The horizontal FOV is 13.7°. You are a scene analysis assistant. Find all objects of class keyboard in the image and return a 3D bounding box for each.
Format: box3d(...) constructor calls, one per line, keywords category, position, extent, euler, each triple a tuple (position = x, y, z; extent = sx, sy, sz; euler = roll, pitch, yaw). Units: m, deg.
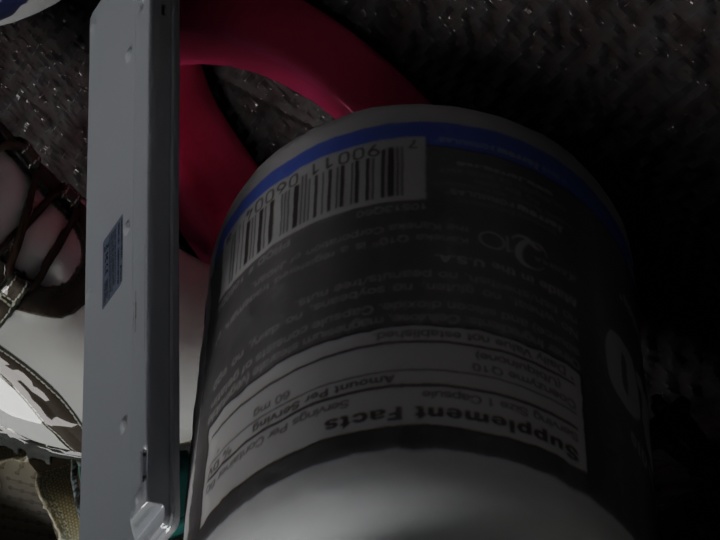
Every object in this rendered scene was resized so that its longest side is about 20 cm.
box3d(category="keyboard", position=(-0.059, -0.006, 0.771), extent=(0.011, 0.201, 0.056), euler=(12, 141, -18))

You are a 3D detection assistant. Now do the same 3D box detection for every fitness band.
box3d(category="fitness band", position=(0.000, 0.000, 0.865), extent=(0.143, 0.037, 0.200), euler=(11, 141, 55))

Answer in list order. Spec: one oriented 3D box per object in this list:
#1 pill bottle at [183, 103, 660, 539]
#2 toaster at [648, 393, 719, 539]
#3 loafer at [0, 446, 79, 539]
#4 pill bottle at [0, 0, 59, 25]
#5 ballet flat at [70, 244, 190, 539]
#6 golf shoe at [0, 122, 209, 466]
box3d(category="pill bottle", position=(0.014, 0.060, 0.704), extent=(0.113, 0.200, 0.114), euler=(1, 127, 1))
box3d(category="toaster", position=(0.105, 0.143, 0.811), extent=(0.201, 0.113, 0.129), euler=(63, 166, 15))
box3d(category="loafer", position=(-0.083, 0.088, 1.026), extent=(0.199, 0.068, 0.076), euler=(3, 120, 9))
box3d(category="pill bottle", position=(-0.090, -0.119, 0.695), extent=(0.111, 0.111, 0.200), euler=(46, 159, -8))
box3d(category="ballet flat", position=(-0.058, 0.053, 0.946), extent=(0.072, 0.072, 0.200), euler=(56, -175, -30))
box3d(category="golf shoe", position=(-0.112, -0.006, 0.872), extent=(0.199, 0.078, 0.095), euler=(16, 145, 12))
